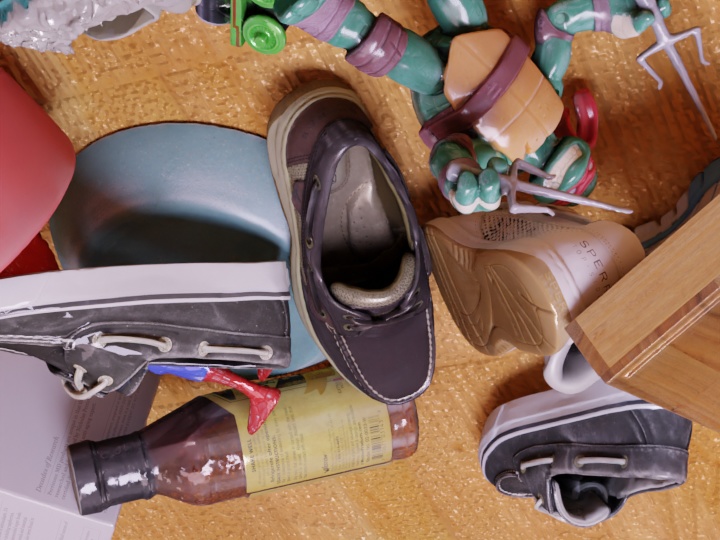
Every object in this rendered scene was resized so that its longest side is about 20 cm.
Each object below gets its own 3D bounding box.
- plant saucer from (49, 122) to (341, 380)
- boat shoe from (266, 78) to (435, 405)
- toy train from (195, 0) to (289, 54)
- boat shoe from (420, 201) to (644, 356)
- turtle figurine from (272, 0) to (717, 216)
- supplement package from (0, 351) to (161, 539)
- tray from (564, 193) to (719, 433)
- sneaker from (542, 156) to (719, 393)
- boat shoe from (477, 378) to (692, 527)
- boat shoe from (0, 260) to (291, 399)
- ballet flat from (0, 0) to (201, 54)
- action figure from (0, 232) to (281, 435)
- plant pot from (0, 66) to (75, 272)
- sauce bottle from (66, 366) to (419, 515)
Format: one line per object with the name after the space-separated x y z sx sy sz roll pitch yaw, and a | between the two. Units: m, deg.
-0.083 0.003 0.992 0.198 0.036 0.201 7 139 6 | plant saucer
0.000 0.000 0.916 0.073 0.065 0.201 -24 127 -5 | boat shoe
-0.051 -0.177 0.780 0.056 0.042 0.201 17 140 10 | toy train
0.085 -0.001 0.875 0.069 0.200 0.071 -27 102 -11 | boat shoe
0.061 -0.084 0.795 0.200 0.150 0.100 41 150 -18 | turtle figurine
-0.237 0.104 1.080 0.198 0.121 0.122 19 141 -7 | supplement package
0.178 0.026 0.834 0.099 0.037 0.200 -42 152 14 | tray
0.169 0.009 0.897 0.075 0.087 0.199 37 133 -24 | sneaker
0.119 0.109 1.001 0.071 0.072 0.200 12 158 -17 | boat shoe
-0.127 0.032 0.896 0.198 0.064 0.071 -4 176 -20 | boat shoe
-0.106 -0.139 0.800 0.072 0.072 0.199 40 152 -28 | ballet flat
-0.150 0.042 0.974 0.199 0.066 0.099 27 127 -16 | action figure
-0.264 -0.069 0.851 0.199 0.201 0.178 -17 120 30 | plant pot
-0.067 0.098 1.016 0.198 0.066 0.066 -10 142 -15 | sauce bottle
